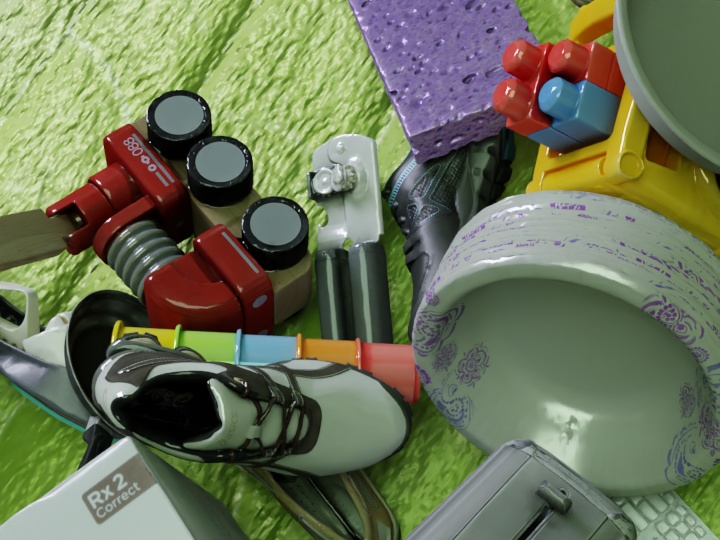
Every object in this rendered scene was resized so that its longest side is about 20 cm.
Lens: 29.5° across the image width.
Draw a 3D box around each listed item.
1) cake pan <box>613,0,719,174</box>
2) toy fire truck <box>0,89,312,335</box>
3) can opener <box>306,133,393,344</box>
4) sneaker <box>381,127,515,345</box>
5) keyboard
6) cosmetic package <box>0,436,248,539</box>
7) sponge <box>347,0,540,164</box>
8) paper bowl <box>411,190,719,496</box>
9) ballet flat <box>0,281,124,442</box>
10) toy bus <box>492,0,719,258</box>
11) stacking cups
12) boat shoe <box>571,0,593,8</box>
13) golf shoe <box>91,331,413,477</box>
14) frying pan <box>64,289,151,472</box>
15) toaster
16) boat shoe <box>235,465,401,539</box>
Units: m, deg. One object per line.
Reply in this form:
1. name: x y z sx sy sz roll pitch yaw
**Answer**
1. cake pan: 0.238 -0.139 0.820 0.199 0.037 0.201 4 73 -14
2. toy fire truck: -0.153 -0.015 0.928 0.200 0.129 0.176 -33 66 -21
3. can opener: 0.000 0.000 0.959 0.052 0.066 0.201 -11 75 28
4. sneaker: 0.055 -0.028 0.957 0.082 0.073 0.201 4 61 19
5. keyboard: 0.166 0.143 0.896 0.056 0.011 0.200 -40 67 -4
6. cosmetic package: -0.132 0.231 0.823 0.165 0.200 0.165 -37 67 -3
7. sponge: 0.062 -0.169 0.991 0.111 0.030 0.200 -21 47 2
8. paper bowl: 0.139 0.036 0.834 0.200 0.201 0.105 13 47 16
9. ballet flat: -0.235 0.052 0.978 0.199 0.073 0.073 26 77 22
10. toy bus: 0.182 -0.115 0.879 0.191 0.136 0.201 26 71 -21
11. stacking cups: -0.061 0.070 0.888 0.199 0.061 0.061 5 70 -4
12. boat shoe: 0.219 -0.285 1.014 0.071 0.065 0.201 26 77 20
13. golf shoe: -0.063 0.092 0.819 0.199 0.094 0.078 8 99 -9
14. frying pan: -0.158 0.099 0.925 0.031 0.115 0.191 -30 50 31
15. toaster: 0.085 0.192 0.812 0.114 0.200 0.129 38 64 21
16. boat shoe: -0.050 0.116 0.916 0.200 0.076 0.072 40 84 23
